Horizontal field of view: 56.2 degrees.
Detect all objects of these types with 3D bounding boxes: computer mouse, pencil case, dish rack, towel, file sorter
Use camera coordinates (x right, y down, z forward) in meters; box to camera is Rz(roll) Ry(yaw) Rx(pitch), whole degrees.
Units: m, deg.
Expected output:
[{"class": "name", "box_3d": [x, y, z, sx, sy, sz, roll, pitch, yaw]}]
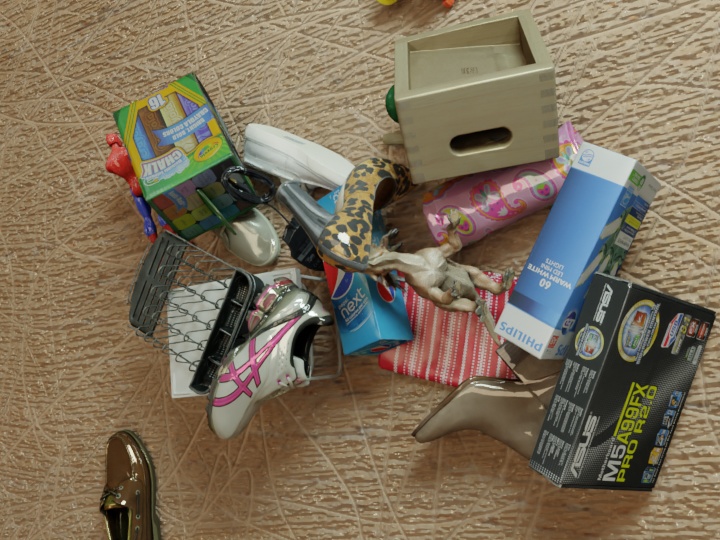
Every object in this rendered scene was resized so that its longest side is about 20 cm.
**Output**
[{"class": "computer mouse", "box_3d": [-0.098, -0.066, 0.862, 0.059, 0.200, 0.034, -47, 30, 1]}, {"class": "pencil case", "box_3d": [0.170, -0.091, 0.774, 0.198, 0.087, 0.088, -24, 77, 22]}, {"class": "dish rack", "box_3d": [-0.217, 0.041, 0.832, 0.199, 0.054, 0.155, 26, 96, 25]}, {"class": "towel", "box_3d": [0.118, 0.069, 0.821, 0.198, 0.022, 0.146, 10, 92, 26]}, {"class": "file sorter", "box_3d": [-0.135, 0.085, 0.887, 0.198, 0.124, 0.141, -9, 82, 25]}]

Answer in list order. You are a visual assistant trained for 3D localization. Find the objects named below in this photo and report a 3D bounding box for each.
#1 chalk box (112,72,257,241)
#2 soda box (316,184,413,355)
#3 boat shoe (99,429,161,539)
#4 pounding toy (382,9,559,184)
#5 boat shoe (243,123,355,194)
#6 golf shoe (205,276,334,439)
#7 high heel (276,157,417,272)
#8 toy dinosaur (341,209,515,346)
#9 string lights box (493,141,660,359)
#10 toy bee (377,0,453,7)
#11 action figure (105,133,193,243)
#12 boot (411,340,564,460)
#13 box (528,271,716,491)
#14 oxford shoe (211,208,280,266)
[{"class": "chalk box", "box_3d": [-0.219, -0.130, 0.889, 0.123, 0.125, 0.201, -27, 63, -2]}, {"class": "soda box", "box_3d": [0.000, 0.000, 0.840, 0.064, 0.067, 0.202, -28, 68, 36]}, {"class": "boat shoe", "box_3d": [-0.350, 0.340, 1.007, 0.071, 0.068, 0.202, -25, 75, 24]}, {"class": "pounding toy", "box_3d": [0.106, -0.180, 0.759, 0.198, 0.143, 0.185, -9, 38, 11]}, {"class": "boat shoe", "box_3d": [-0.085, -0.137, 0.911, 0.199, 0.072, 0.069, 26, 113, 23]}, {"class": "golf shoe", "box_3d": [-0.105, 0.113, 0.762, 0.092, 0.072, 0.201, 31, 98, 23]}, {"class": "high heel", "box_3d": [0.021, -0.058, 0.753, 0.143, 0.198, 0.072, 48, 137, 33]}, {"class": "toy dinosaur", "box_3d": [0.085, 0.010, 0.768, 0.135, 0.199, 0.086, -10, 49, 53]}, {"class": "string lights box", "box_3d": [0.216, -0.013, 0.672, 0.059, 0.102, 0.202, 29, 102, 35]}, {"class": "toy bee", "box_3d": [0.073, -0.376, 0.840, 0.130, 0.108, 0.202, -28, 50, 30]}, {"class": "action figure", "box_3d": [-0.319, -0.121, 1.032, 0.065, 0.099, 0.201, -27, 98, 19]}, {"class": "boot", "box_3d": [0.172, 0.170, 0.748, 0.200, 0.070, 0.146, -46, 77, 14]}, {"class": "box", "box_3d": [0.263, 0.116, 0.671, 0.044, 0.159, 0.202, 24, 97, 54]}, {"class": "oxford shoe", "box_3d": [-0.193, -0.076, 0.964, 0.200, 0.058, 0.075, 43, 103, 21]}]
